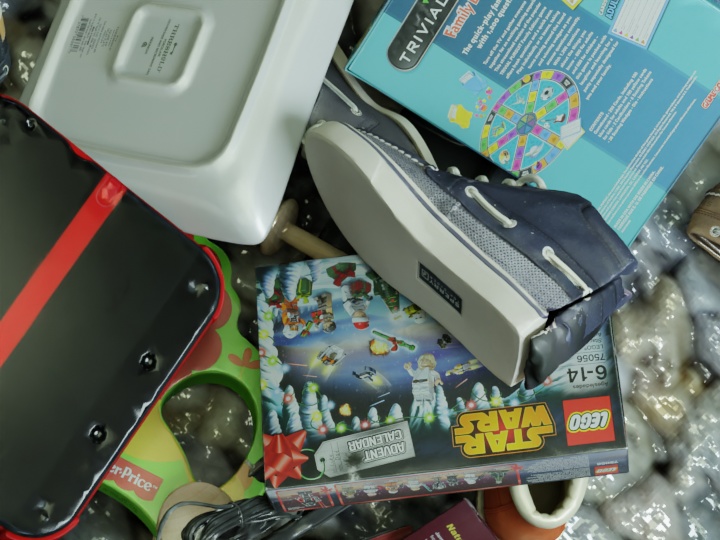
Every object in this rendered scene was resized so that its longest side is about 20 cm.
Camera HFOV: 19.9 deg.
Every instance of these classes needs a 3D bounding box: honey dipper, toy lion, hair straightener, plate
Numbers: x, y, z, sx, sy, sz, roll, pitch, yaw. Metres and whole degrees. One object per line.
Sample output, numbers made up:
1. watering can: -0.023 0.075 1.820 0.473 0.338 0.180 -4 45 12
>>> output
1. honey dipper: 0.000 0.000 1.207 0.199 0.038 0.038 28 77 15
2. toy lion: -0.130 0.057 1.208 0.199 0.069 0.193 28 69 1
3. hair straightener: -0.057 0.145 1.151 0.199 0.041 0.077 -16 78 -43
4. plate: -0.113 -0.126 1.212 0.198 0.032 0.201 11 73 26

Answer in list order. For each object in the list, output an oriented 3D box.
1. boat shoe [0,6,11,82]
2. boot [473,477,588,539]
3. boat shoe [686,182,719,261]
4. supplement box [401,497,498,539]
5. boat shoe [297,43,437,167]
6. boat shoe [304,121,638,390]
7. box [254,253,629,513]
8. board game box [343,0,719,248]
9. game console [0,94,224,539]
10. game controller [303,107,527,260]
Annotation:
1. boat shoe: -0.287 -0.089 1.214 0.200 0.062 0.075 -40 50 -13
2. boot: 0.114 0.063 1.200 0.074 0.107 0.202 8 76 -1
3. boat shoe: 0.280 0.023 1.246 0.072 0.072 0.200 -42 74 -7
4. supplement box: 0.011 0.232 1.159 0.199 0.061 0.109 -32 58 -10
5. boat shoe: -0.020 -0.077 1.210 0.062 0.073 0.201 -11 53 -37
6. boat shoe: 0.062 -0.025 1.124 0.092 0.075 0.200 -31 62 -25
7. box: 0.043 0.054 1.139 0.198 0.040 0.138 -8 63 5
8. board game box: 0.114 -0.130 1.190 0.199 0.047 0.152 32 114 -5
9. game console: -0.186 0.031 1.128 0.176 0.031 0.201 37 74 -11
10. game controller: 0.030 -0.013 1.249 0.104 0.042 0.201 29 76 17
